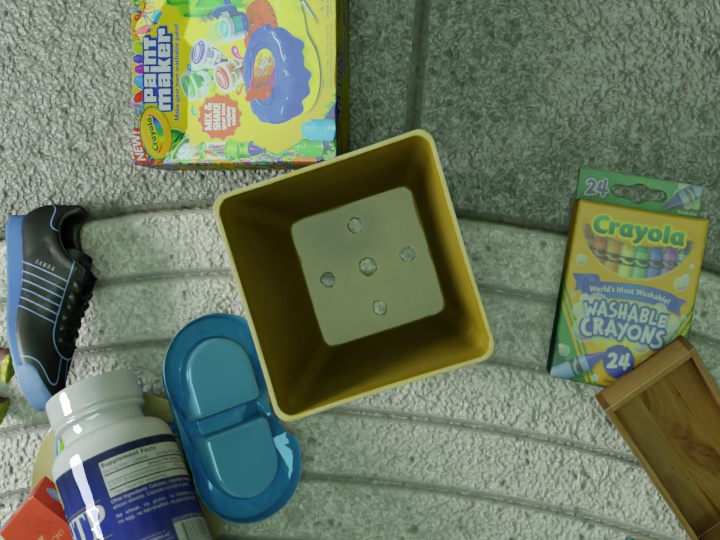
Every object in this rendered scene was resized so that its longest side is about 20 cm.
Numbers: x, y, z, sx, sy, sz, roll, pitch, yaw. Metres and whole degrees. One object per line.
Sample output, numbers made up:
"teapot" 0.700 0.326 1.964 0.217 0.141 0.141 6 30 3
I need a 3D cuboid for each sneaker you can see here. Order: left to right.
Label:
"sneaker" -0.293 0.031 1.170 0.077 0.070 0.203 -12 74 9

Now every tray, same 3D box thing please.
"tray" 0.312 0.168 1.134 0.098 0.037 0.201 -35 111 4

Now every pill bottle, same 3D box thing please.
"pill bottle" -0.217 0.202 1.120 0.118 0.120 0.202 -25 75 5

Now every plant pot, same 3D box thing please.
"plant pot" 0.000 0.000 1.111 0.197 0.176 0.203 -17 92 5

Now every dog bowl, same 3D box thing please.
"dog bowl" -0.129 0.142 1.174 0.110 0.049 0.203 -17 92 -24

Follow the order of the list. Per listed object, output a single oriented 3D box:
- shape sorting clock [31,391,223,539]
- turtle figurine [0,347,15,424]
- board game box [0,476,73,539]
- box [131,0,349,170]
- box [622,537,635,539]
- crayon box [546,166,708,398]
"shape sorting clock" -0.230 0.219 1.208 0.196 0.039 0.204 0 91 4
"turtle figurine" -0.429 0.108 1.206 0.159 0.064 0.203 16 85 -4
"board game box" -0.281 0.321 1.185 0.199 0.040 0.153 40 106 -9
"box" -0.108 -0.197 1.138 0.189 0.122 0.204 -1 93 5
"box" 0.261 0.371 1.172 0.081 0.049 0.203 -19 91 5
"crayon box" 0.255 0.010 1.155 0.124 0.052 0.204 9 93 4
